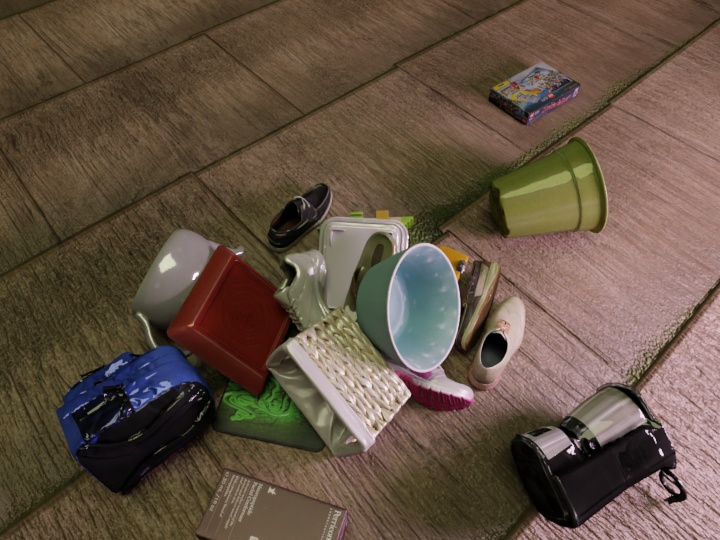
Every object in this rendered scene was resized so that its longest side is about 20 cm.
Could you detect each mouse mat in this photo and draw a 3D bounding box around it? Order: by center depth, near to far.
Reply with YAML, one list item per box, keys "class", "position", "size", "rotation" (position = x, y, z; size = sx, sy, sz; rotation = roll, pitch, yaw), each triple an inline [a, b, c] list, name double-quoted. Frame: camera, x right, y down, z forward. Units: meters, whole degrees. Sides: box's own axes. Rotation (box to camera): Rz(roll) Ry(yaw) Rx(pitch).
- class: "mouse mat"
  position: [-0.142, 0.219, 0.931]
  size: [0.198, 0.008, 0.162]
  rotation: [8, 55, 8]

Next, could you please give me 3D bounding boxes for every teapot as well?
- class: "teapot"
  position: [-0.313, 0.034, 0.978]
  size: [0.146, 0.197, 0.201]
  rotation: [30, 98, -13]

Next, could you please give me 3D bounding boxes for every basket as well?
- class: "basket"
  position: [-0.035, 0.176, 0.851]
  size: [0.123, 0.136, 0.200]
  rotation: [-36, 86, -31]

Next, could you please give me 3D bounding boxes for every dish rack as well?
- class: "dish rack"
  position: [0.000, 0.000, 1.000]
  size: [0.170, 0.044, 0.202]
  rotation: [4, 89, 5]

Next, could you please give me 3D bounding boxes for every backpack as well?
- class: "backpack"
  position: [-0.347, 0.210, 0.844]
  size: [0.199, 0.163, 0.168]
  rotation: [-32, 56, -20]

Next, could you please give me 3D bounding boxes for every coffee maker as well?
- class: "coffee maker"
  position: [0.353, 0.292, 0.792]
  size: [0.199, 0.135, 0.193]
  rotation: [-25, 58, -16]

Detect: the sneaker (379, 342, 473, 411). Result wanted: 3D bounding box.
- class: "sneaker"
  position: [0.103, 0.170, 0.917]
  size: [0.199, 0.082, 0.088]
  rotation: [22, 59, 15]

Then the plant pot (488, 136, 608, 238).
- class: "plant pot"
  position: [0.371, -0.149, 1.100]
  size: [0.189, 0.200, 0.201]
  rotation: [-16, 54, 6]

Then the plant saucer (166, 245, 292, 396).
- class: "plant saucer"
  position: [-0.202, 0.081, 0.927]
  size: [0.037, 0.199, 0.201]
  rotation: [-23, 35, 41]

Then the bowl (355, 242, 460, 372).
- class: "bowl"
  position: [0.067, 0.059, 0.871]
  size: [0.105, 0.201, 0.201]
  rotation: [-2, 45, 41]

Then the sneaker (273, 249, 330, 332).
- class: "sneaker"
  position: [-0.110, 0.063, 0.959]
  size: [0.099, 0.078, 0.202]
  rotation: [-2, 78, -38]

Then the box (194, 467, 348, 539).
- class: "box"
  position: [-0.125, 0.374, 0.778]
  size: [0.199, 0.075, 0.101]
  rotation: [15, 55, 9]

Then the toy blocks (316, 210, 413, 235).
- class: "toy blocks"
  position: [0.009, -0.033, 1.069]
  size: [0.198, 0.100, 0.138]
  rotation: [-2, 64, 4]

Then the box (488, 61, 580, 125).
- class: "box"
  position: [0.456, -0.468, 1.403]
  size: [0.199, 0.038, 0.137]
  rotation: [-31, 59, -20]

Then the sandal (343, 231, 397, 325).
- class: "sandal"
  position: [0.011, 0.028, 0.942]
  size: [0.079, 0.057, 0.203]
  rotation: [11, 88, 17]

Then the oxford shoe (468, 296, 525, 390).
- class: "oxford shoe"
  position: [0.256, 0.118, 0.957]
  size: [0.070, 0.074, 0.201]
  rotation: [20, 57, 15]

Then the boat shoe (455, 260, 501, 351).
- class: "boat shoe"
  position: [0.211, 0.062, 1.008]
  size: [0.064, 0.073, 0.200]
  rotation: [14, 51, 24]

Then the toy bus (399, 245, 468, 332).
- class: "toy bus"
  position: [0.136, 0.049, 1.006]
  size: [0.065, 0.079, 0.200]
  rotation: [23, 57, 17]

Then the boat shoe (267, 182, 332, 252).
- class: "boat shoe"
  position: [-0.126, -0.126, 1.146]
  size: [0.072, 0.068, 0.200]
  rotation: [27, 57, 21]
